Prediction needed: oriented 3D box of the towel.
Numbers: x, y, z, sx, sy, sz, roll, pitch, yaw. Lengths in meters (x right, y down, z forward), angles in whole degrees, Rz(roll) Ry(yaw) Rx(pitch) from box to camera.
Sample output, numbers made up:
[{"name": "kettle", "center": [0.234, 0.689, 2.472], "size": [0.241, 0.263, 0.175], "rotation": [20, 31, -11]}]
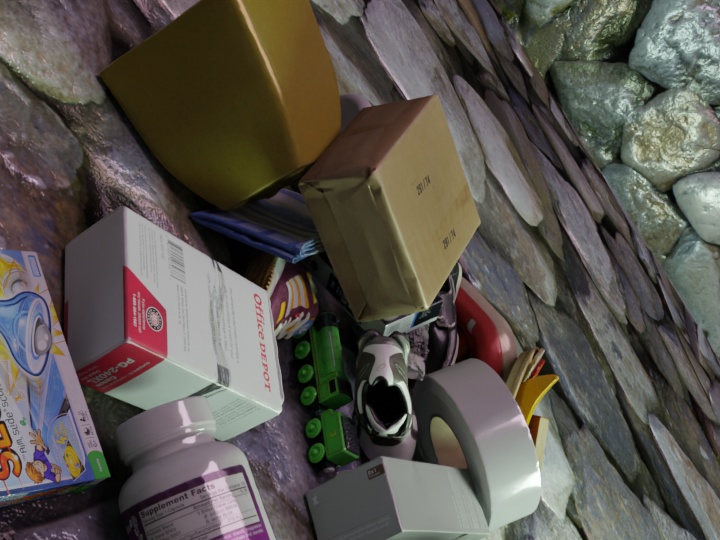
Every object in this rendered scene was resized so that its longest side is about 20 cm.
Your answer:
[{"name": "towel", "center": [-0.086, -0.057, 1.222], "size": [0.146, 0.024, 0.200], "rotation": [21, 19, 20]}]

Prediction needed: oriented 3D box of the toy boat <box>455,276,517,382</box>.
[{"name": "toy boat", "center": [0.127, 0.105, 1.462], "size": [0.200, 0.130, 0.131], "rotation": [48, -30, 42]}]

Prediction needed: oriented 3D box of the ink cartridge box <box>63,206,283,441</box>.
[{"name": "ink cartridge box", "center": [-0.171, 0.055, 0.969], "size": [0.200, 0.083, 0.146], "rotation": [35, 35, -45]}]

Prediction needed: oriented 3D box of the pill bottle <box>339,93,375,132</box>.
[{"name": "pill bottle", "center": [0.027, -0.148, 1.430], "size": [0.200, 0.109, 0.110], "rotation": [33, 36, -44]}]

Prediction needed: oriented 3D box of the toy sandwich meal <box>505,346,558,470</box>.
[{"name": "toy sandwich meal", "center": [0.220, 0.202, 1.382], "size": [0.205, 0.070, 0.207], "rotation": [18, 90, -73]}]

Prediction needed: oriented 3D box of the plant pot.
[{"name": "plant pot", "center": [-0.130, -0.185, 1.183], "size": [0.201, 0.195, 0.194], "rotation": [62, 25, -1]}]

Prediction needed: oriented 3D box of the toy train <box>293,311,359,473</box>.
[{"name": "toy train", "center": [-0.038, 0.130, 1.177], "size": [0.042, 0.056, 0.201], "rotation": [34, 36, -44]}]

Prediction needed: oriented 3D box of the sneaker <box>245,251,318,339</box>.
[{"name": "sneaker", "center": [-0.088, 0.045, 1.152], "size": [0.090, 0.075, 0.201], "rotation": [46, 29, -18]}]

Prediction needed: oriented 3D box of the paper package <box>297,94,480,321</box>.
[{"name": "paper package", "center": [0.039, -0.074, 1.191], "size": [0.200, 0.103, 0.192], "rotation": [-56, 132, -49]}]

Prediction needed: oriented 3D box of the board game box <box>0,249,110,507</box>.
[{"name": "board game box", "center": [-0.277, 0.078, 0.797], "size": [0.135, 0.034, 0.201], "rotation": [4, 60, -62]}]

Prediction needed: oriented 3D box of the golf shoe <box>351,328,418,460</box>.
[{"name": "golf shoe", "center": [0.023, 0.166, 1.170], "size": [0.095, 0.077, 0.201], "rotation": [-83, 167, -57]}]

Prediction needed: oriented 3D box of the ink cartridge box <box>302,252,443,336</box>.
[{"name": "ink cartridge box", "center": [0.000, 0.000, 1.277], "size": [0.099, 0.039, 0.200], "rotation": [-22, 53, -37]}]

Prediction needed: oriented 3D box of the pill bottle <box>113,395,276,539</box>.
[{"name": "pill bottle", "center": [-0.130, 0.210, 0.848], "size": [0.112, 0.112, 0.201], "rotation": [5, 59, -61]}]

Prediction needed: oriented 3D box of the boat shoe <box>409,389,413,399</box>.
[{"name": "boat shoe", "center": [0.146, 0.216, 1.434], "size": [0.200, 0.059, 0.072], "rotation": [45, 28, -30]}]

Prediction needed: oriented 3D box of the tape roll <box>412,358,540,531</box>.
[{"name": "tape roll", "center": [0.136, 0.212, 1.270], "size": [0.202, 0.070, 0.204], "rotation": [161, -90, -73]}]

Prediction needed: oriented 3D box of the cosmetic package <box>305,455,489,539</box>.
[{"name": "cosmetic package", "center": [0.044, 0.263, 1.132], "size": [0.199, 0.106, 0.091], "rotation": [17, 49, -54]}]

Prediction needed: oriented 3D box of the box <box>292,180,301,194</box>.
[{"name": "box", "center": [-0.010, -0.117, 1.511], "size": [0.200, 0.049, 0.199], "rotation": [47, 27, -26]}]

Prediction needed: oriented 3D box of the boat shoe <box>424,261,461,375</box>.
[{"name": "boat shoe", "center": [0.094, 0.056, 1.407], "size": [0.068, 0.071, 0.202], "rotation": [56, 35, -54]}]

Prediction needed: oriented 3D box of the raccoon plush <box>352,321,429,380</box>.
[{"name": "raccoon plush", "center": [0.073, 0.055, 1.309], "size": [0.096, 0.135, 0.200], "rotation": [23, 3, -27]}]
